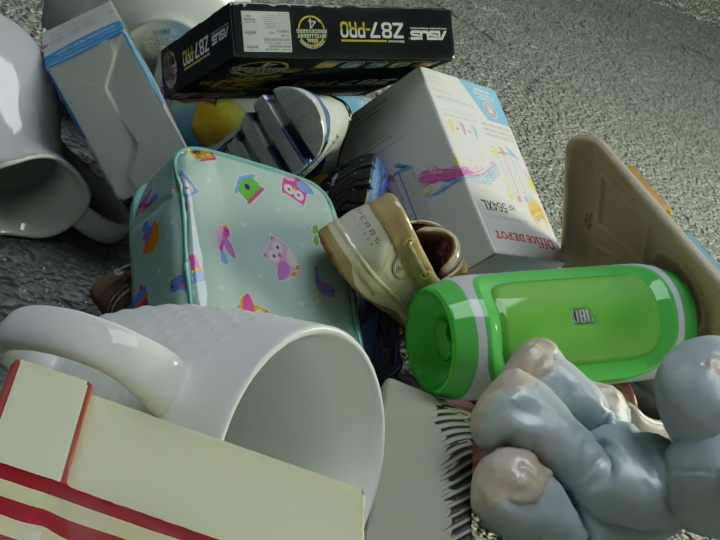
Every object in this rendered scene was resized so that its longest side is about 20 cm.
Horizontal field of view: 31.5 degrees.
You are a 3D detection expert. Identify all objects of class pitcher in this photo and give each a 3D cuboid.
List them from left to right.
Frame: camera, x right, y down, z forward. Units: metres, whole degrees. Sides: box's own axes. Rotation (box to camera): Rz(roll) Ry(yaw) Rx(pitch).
[{"bbox_3d":[-0.272,-0.108,1.011,0.171,0.121,0.201,27,24,-54],"label":"pitcher"}]

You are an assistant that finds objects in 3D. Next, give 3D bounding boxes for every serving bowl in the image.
[{"bbox_3d":[-0.190,-0.213,1.181,0.199,0.201,0.066,10,36,-29],"label":"serving bowl"}]

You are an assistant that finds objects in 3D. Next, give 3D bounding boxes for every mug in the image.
[{"bbox_3d":[-0.109,0.077,0.677,0.174,0.149,0.200,8,-27,34],"label":"mug"}]

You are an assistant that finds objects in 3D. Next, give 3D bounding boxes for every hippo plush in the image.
[{"bbox_3d":[0.168,0.119,0.758,0.159,0.160,0.202,17,58,-46],"label":"hippo plush"}]

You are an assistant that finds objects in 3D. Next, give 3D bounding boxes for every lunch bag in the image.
[{"bbox_3d":[-0.073,0.026,0.870,0.160,0.077,0.202,13,57,-40],"label":"lunch bag"}]

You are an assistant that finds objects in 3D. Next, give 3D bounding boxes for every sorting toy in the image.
[{"bbox_3d":[0.231,0.008,1.001,0.036,0.186,0.200,-30,57,-14],"label":"sorting toy"}]

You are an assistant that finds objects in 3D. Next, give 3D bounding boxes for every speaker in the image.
[{"bbox_3d":[0.135,0.042,0.897,0.198,0.089,0.089,-4,35,-25],"label":"speaker"}]

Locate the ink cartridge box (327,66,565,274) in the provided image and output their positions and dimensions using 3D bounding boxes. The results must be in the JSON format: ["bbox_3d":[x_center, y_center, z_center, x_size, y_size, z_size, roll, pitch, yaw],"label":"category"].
[{"bbox_3d":[0.073,-0.047,1.089,0.128,0.125,0.201,5,59,-53],"label":"ink cartridge box"}]

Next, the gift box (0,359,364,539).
[{"bbox_3d":[-0.116,0.161,0.524,0.185,0.185,0.201,21,29,-15],"label":"gift box"}]

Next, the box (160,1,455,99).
[{"bbox_3d":[-0.046,-0.180,1.058,0.198,0.050,0.161,-5,0,-30],"label":"box"}]

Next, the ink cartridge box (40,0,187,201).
[{"bbox_3d":[-0.197,-0.143,1.018,0.067,0.116,0.200,-28,24,-5],"label":"ink cartridge box"}]

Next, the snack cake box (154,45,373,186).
[{"bbox_3d":[-0.094,-0.125,1.170,0.198,0.116,0.067,10,7,-28],"label":"snack cake box"}]

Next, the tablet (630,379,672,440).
[{"bbox_3d":[0.194,0.098,1.018,0.199,0.130,0.014,24,58,-2],"label":"tablet"}]

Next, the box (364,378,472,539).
[{"bbox_3d":[0.023,0.155,0.781,0.068,0.083,0.200,24,26,-6],"label":"box"}]

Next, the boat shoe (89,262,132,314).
[{"bbox_3d":[-0.121,0.000,0.965,0.072,0.073,0.200,33,25,20],"label":"boat shoe"}]

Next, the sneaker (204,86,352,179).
[{"bbox_3d":[-0.078,-0.085,1.044,0.115,0.199,0.081,-21,83,-59],"label":"sneaker"}]

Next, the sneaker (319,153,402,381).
[{"bbox_3d":[0.000,0.000,1.017,0.078,0.075,0.202,29,57,-44],"label":"sneaker"}]

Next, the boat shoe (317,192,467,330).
[{"bbox_3d":[0.043,-0.001,0.919,0.074,0.069,0.200,58,11,24],"label":"boat shoe"}]

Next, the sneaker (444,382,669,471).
[{"bbox_3d":[0.142,0.110,0.953,0.199,0.105,0.076,16,29,-18],"label":"sneaker"}]
